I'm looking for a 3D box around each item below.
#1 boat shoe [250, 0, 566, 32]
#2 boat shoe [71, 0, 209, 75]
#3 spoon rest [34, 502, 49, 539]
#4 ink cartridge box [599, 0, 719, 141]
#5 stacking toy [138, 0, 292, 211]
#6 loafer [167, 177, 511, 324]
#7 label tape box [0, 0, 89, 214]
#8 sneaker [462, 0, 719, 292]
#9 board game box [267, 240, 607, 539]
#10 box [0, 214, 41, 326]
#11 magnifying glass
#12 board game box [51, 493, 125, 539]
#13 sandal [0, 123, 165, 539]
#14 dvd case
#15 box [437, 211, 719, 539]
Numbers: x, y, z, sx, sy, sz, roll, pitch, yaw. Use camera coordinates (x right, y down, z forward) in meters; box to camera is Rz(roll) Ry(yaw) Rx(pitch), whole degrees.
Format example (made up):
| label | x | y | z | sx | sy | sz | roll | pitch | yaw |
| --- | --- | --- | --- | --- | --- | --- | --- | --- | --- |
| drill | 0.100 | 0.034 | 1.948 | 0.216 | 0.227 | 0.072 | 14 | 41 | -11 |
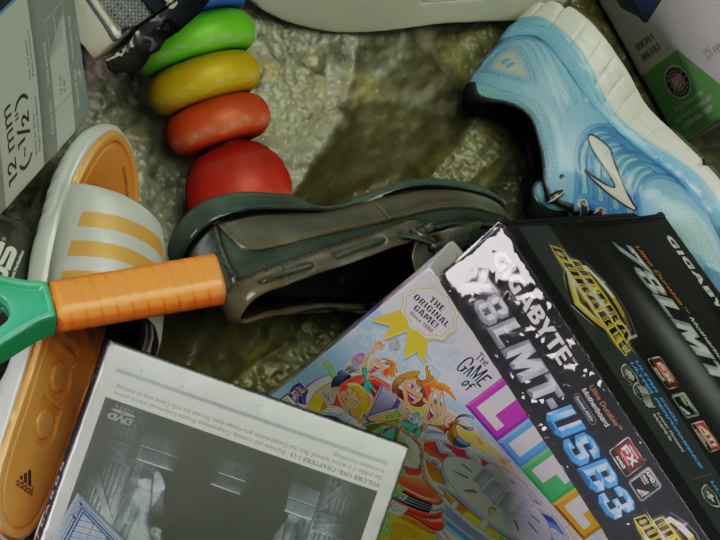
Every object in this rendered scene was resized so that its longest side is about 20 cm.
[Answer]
| label | x | y | z | sx | sy | sz | roll | pitch | yaw |
| --- | --- | --- | --- | --- | --- | --- | --- | --- | --- |
| boat shoe | 0.023 | -0.177 | 1.405 | 0.199 | 0.072 | 0.069 | -6 | 55 | -20 |
| boat shoe | -0.133 | -0.200 | 1.263 | 0.200 | 0.093 | 0.075 | 55 | 19 | -5 |
| spoon rest | -0.059 | 0.148 | 1.253 | 0.199 | 0.061 | 0.100 | 17 | 85 | -20 |
| ink cartridge box | 0.188 | -0.191 | 1.436 | 0.087 | 0.145 | 0.201 | -24 | 85 | -28 |
| stacking toy | -0.085 | -0.109 | 1.331 | 0.085 | 0.085 | 0.201 | -14 | 86 | -28 |
| loafer | 0.000 | 0.000 | 1.314 | 0.199 | 0.072 | 0.063 | -3 | 44 | -35 |
| label tape box | -0.192 | -0.088 | 1.168 | 0.066 | 0.144 | 0.200 | 6 | 32 | 16 |
| sneaker | 0.129 | -0.042 | 1.413 | 0.090 | 0.078 | 0.200 | -38 | 84 | -16 |
| board game box | 0.061 | 0.102 | 1.287 | 0.200 | 0.134 | 0.034 | 48 | 34 | -2 |
| box | -0.255 | 0.041 | 1.212 | 0.158 | 0.048 | 0.201 | 27 | 64 | -15 |
| magnifying glass | -0.160 | 0.020 | 1.192 | 0.199 | 0.022 | 0.080 | -9 | 54 | -16 |
| board game box | -0.098 | 0.207 | 1.129 | 0.199 | 0.062 | 0.201 | 15 | 61 | -7 |
| sandal | -0.124 | 0.034 | 1.253 | 0.059 | 0.079 | 0.208 | 6 | 72 | 23 |
| dvd case | -0.080 | 0.151 | 1.216 | 0.150 | 0.025 | 0.201 | 19 | 87 | -7 |
| box | 0.147 | 0.064 | 1.264 | 0.200 | 0.050 | 0.198 | 57 | 27 | 15 |
